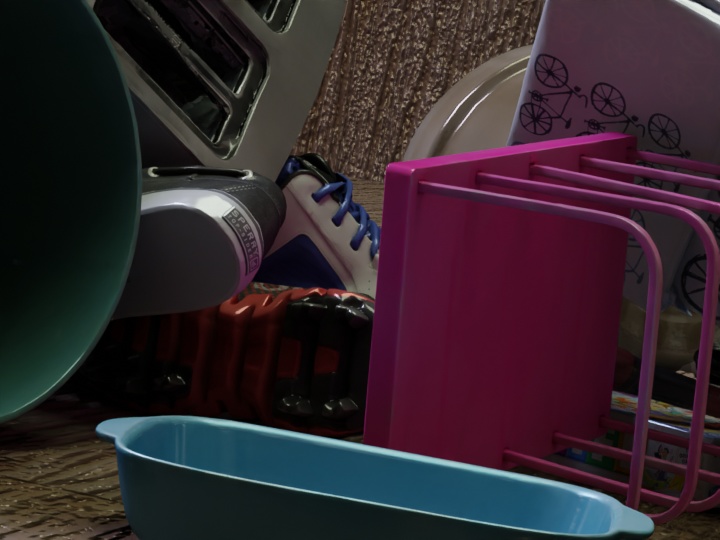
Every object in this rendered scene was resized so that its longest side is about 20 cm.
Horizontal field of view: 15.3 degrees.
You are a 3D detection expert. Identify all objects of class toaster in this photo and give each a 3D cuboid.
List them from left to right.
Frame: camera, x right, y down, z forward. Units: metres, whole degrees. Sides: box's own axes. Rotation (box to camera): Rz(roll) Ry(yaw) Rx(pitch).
[{"bbox_3d":[-0.111,-0.118,1.265,0.118,0.181,0.200,-14,-49,39],"label":"toaster"}]

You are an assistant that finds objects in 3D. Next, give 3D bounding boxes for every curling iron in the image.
[{"bbox_3d":[0.110,0.040,1.253,0.199,0.026,0.050,11,29,-11],"label":"curling iron"}]

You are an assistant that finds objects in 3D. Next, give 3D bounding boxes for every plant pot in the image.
[{"bbox_3d":[-0.216,-0.037,1.102,0.161,0.201,0.200,0,-2,41],"label":"plant pot"},{"bbox_3d":[0.136,-0.022,1.396,0.199,0.201,0.173,8,0,-18],"label":"plant pot"}]

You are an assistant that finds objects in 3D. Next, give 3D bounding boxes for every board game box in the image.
[{"bbox_3d":[0.177,0.084,1.321,0.134,0.034,0.200,14,7,43],"label":"board game box"}]

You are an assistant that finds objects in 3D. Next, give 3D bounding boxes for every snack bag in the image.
[{"bbox_3d":[0.158,-0.041,1.209,0.200,0.189,0.021,33,51,16],"label":"snack bag"}]

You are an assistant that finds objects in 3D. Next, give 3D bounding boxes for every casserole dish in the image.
[{"bbox_3d":[0.002,0.088,0.944,0.199,0.039,0.121,9,5,6],"label":"casserole dish"}]

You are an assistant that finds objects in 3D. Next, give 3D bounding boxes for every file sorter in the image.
[{"bbox_3d":[0.108,0.026,1.110,0.125,0.140,0.200,11,12,30],"label":"file sorter"}]

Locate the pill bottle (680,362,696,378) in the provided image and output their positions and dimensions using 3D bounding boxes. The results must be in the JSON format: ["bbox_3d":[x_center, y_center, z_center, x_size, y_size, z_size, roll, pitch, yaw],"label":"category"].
[{"bbox_3d":[0.145,0.008,1.648,0.199,0.117,0.116,11,5,16],"label":"pill bottle"}]

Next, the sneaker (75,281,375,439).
[{"bbox_3d":[-0.050,0.037,1.232,0.200,0.071,0.098,8,-3,32],"label":"sneaker"}]

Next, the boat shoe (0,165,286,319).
[{"bbox_3d":[-0.121,-0.016,1.198,0.199,0.070,0.066,-8,23,33],"label":"boat shoe"}]

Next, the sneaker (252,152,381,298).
[{"bbox_3d":[-0.001,0.000,1.289,0.199,0.116,0.081,-2,11,5],"label":"sneaker"}]

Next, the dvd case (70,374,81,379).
[{"bbox_3d":[-0.215,0.028,1.290,0.146,0.022,0.200,14,8,40],"label":"dvd case"}]
